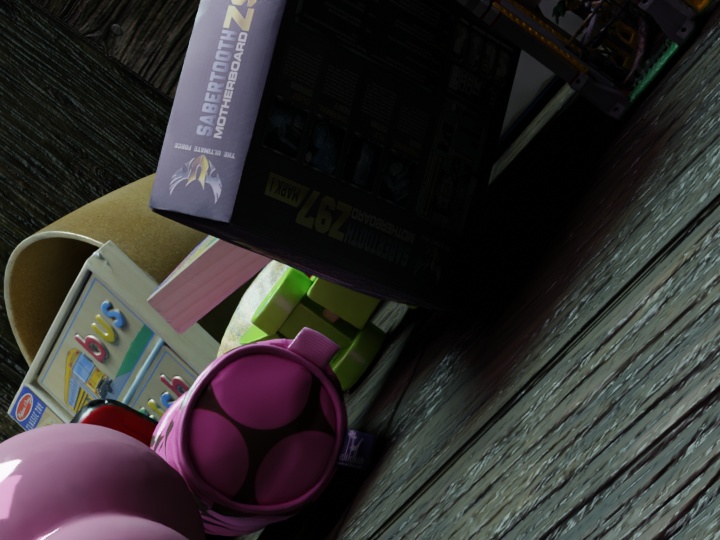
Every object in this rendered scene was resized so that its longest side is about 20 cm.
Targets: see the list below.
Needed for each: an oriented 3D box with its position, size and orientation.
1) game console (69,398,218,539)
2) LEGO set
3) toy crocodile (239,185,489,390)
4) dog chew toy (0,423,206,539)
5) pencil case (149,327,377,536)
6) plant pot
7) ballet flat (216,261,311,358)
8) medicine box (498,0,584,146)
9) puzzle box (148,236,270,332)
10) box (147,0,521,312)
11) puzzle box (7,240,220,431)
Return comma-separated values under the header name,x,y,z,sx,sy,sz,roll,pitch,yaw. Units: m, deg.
name,x,y,z,sx,sy,sz,roll,pitch,yaw
game console,-0.158,0.162,1.490,0.200,0.172,0.119,-54,33,8
LEGO set,0.120,-0.176,1.152,0.200,0.116,0.154,-49,9,39
toy crocodile,0.000,0.000,1.350,0.200,0.067,0.062,-50,8,41
dog chew toy,-0.111,0.153,1.106,0.125,0.124,0.200,-54,35,10
pencil case,-0.054,0.082,1.256,0.200,0.090,0.094,147,147,-77
plant pot,-0.099,0.004,1.683,0.200,0.186,0.186,-41,-3,-38
ballet flat,-0.017,0.007,1.473,0.200,0.071,0.071,-56,7,-9
medicine box,0.088,-0.178,1.452,0.182,0.103,0.200,-49,9,42
puzzle box,-0.017,-0.059,1.299,0.200,0.025,0.133,-49,6,-36
box,-0.004,-0.077,1.159,0.200,0.051,0.159,20,-98,-56
puzzle box,-0.146,0.081,1.614,0.025,0.133,0.200,-41,-9,-37
